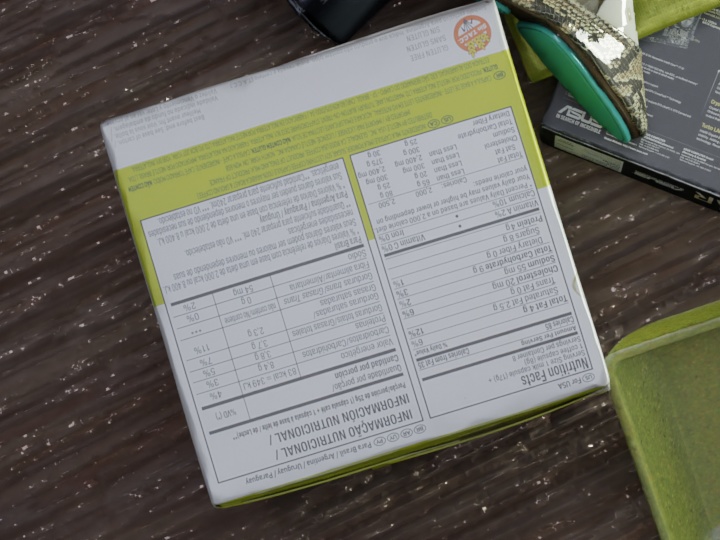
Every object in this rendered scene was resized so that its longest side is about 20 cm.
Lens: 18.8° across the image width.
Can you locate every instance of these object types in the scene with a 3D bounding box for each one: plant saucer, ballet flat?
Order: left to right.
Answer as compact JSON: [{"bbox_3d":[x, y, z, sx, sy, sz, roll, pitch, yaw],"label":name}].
[{"bbox_3d":[0.093,-0.148,1.120,0.200,0.068,0.075,36,91,-22],"label":"ballet flat"},{"bbox_3d":[0.235,0.069,1.113,0.200,0.200,0.048,-19,38,5],"label":"plant saucer"}]

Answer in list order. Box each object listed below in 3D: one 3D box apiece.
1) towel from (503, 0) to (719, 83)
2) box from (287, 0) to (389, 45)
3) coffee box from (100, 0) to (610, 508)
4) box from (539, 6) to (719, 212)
[{"bbox_3d":[0.168,-0.177,1.164,0.200,0.018,0.086,-22,82,13],"label":"towel"},{"bbox_3d":[-0.015,-0.267,1.187,0.200,0.124,0.197,-42,80,5],"label":"box"},{"bbox_3d":[0.000,0.000,1.112,0.200,0.200,0.198,-17,85,1],"label":"coffee box"},{"bbox_3d":[0.219,-0.111,1.198,0.200,0.044,0.160,21,83,7],"label":"box"}]
